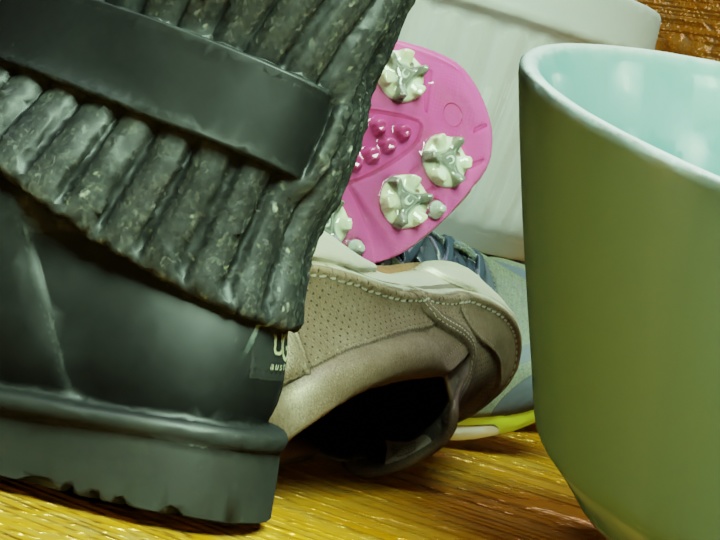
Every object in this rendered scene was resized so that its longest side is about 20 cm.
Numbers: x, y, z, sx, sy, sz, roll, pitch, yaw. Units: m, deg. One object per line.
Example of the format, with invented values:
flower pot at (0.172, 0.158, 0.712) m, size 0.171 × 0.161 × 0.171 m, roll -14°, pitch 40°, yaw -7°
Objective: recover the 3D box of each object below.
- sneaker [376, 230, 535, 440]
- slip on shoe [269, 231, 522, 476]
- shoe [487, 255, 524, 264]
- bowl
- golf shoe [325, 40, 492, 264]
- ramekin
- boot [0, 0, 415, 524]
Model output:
sneaker at (0.000, 0.000, 0.790) m, size 0.200 × 0.074 × 0.081 m, roll 13°, pitch -40°, yaw -20°
slip on shoe at (0.004, 0.033, 0.684) m, size 0.061 × 0.076 × 0.200 m, roll 58°, pitch 10°, yaw 21°
shoe at (0.043, 0.027, 0.924) m, size 0.200 × 0.053 × 0.070 m, roll 8°, pitch 31°, yaw -43°
bowl at (0.121, 0.023, 0.574) m, size 0.200 × 0.105 × 0.201 m, roll 15°, pitch 16°, yaw -4°
golf shoe at (-0.055, -0.018, 0.710) m, size 0.200 × 0.075 × 0.091 m, roll -21°, pitch 1°, yaw -24°
ramekin at (0.006, -0.075, 0.900) m, size 0.200 × 0.105 × 0.200 m, roll 16°, pitch 4°, yaw -1°
boot at (-0.097, -0.037, 0.560) m, size 0.211 × 0.158 × 0.079 m, roll 12°, pitch 2°, yaw 6°
